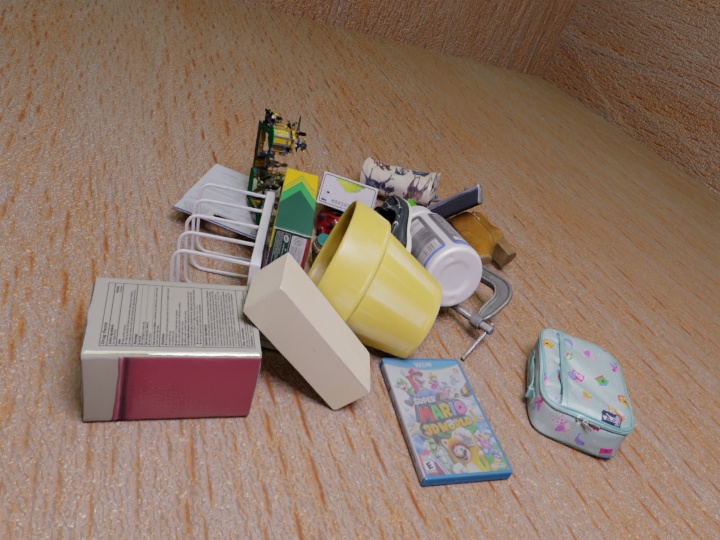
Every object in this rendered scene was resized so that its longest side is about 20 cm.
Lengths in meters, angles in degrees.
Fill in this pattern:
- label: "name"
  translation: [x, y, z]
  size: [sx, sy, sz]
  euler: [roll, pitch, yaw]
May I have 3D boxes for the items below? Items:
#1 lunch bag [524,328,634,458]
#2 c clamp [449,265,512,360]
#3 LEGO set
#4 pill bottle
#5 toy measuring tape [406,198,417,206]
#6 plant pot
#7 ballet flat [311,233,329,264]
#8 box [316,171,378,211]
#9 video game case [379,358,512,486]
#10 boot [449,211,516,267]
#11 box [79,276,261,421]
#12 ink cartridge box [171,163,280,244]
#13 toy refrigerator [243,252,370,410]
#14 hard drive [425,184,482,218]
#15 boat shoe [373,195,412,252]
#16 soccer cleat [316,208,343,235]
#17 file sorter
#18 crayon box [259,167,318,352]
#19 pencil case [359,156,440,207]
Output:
- label: "lunch bag"
  translation: [0.346, 0.191, 0.853]
  size: [0.155, 0.079, 0.202]
  euler: [23, 34, 3]
- label: "c clamp"
  translation: [0.185, 0.047, 0.964]
  size: [0.168, 0.028, 0.200]
  euler: [-35, 45, -12]
- label: "LEGO set"
  translation: [-0.129, -0.175, 0.951]
  size: [0.112, 0.208, 0.153]
  euler: [3, 16, -26]
- label: "pill bottle"
  translation: [0.131, -0.035, 0.964]
  size: [0.109, 0.117, 0.201]
  euler: [6, 27, -20]
- label: "toy measuring tape"
  translation: [0.137, -0.073, 1.143]
  size: [0.200, 0.073, 0.074]
  euler: [45, 34, -5]
- label: "plant pot"
  translation: [0.018, 0.031, 0.813]
  size: [0.185, 0.203, 0.203]
  euler: [31, 32, -10]
- label: "ballet flat"
  translation: [0.000, 0.000, 0.944]
  size: [0.194, 0.067, 0.071]
  euler: [25, 35, 2]
- label: "box"
  translation: [-0.022, -0.155, 1.083]
  size: [0.113, 0.062, 0.200]
  euler: [19, 9, 0]
- label: "video game case"
  translation: [0.118, 0.208, 0.760]
  size: [0.138, 0.018, 0.203]
  euler: [5, 37, -22]
- label: "boot"
  translation: [0.233, -0.059, 1.129]
  size: [0.196, 0.072, 0.145]
  euler: [-15, 54, -38]
- label: "box"
  translation: [-0.228, 0.096, 0.647]
  size: [0.193, 0.112, 0.130]
  euler: [4, 36, -22]
- label: "ink cartridge box"
  translation: [-0.230, -0.116, 1.004]
  size: [0.193, 0.042, 0.202]
  euler: [21, 34, -1]
- label: "toy refrigerator"
  translation: [-0.066, 0.085, 0.692]
  size: [0.202, 0.068, 0.077]
  euler: [53, 20, -28]
- label: "hard drive"
  translation: [0.212, -0.147, 1.178]
  size: [0.200, 0.131, 0.044]
  euler: [-28, 96, -78]
- label: "boat shoe"
  translation: [0.048, -0.087, 0.957]
  size: [0.065, 0.074, 0.203]
  euler: [34, 36, -24]
- label: "soccer cleat"
  translation: [0.001, -0.069, 1.041]
  size: [0.196, 0.071, 0.085]
  euler: [29, 33, 18]
- label: "file sorter"
  translation: [-0.207, -0.020, 0.797]
  size: [0.120, 0.142, 0.203]
  euler: [10, 34, -10]
- label: "crayon box"
  translation: [-0.111, -0.017, 0.784]
  size: [0.056, 0.205, 0.175]
  euler: [13, 34, -9]
- label: "pencil case"
  translation: [0.088, -0.209, 1.234]
  size: [0.194, 0.080, 0.090]
  euler: [18, 43, 22]
